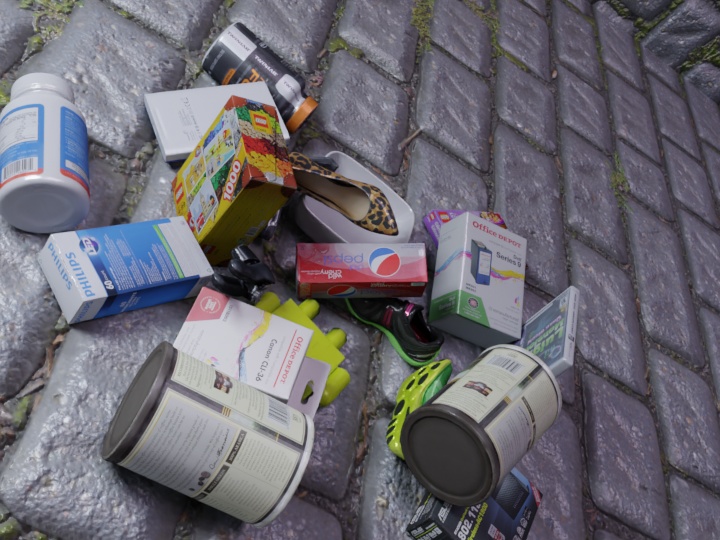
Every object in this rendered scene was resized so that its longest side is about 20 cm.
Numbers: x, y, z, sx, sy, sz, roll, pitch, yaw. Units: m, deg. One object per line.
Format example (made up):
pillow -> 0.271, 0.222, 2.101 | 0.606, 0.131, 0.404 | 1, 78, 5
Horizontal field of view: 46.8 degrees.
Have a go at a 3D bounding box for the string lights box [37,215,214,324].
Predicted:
string lights box -> -0.303, -0.005, 1.092 | 0.200, 0.059, 0.103 | -13, 66, -47

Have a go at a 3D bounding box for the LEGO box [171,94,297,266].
LEGO box -> -0.185, -0.123, 1.186 | 0.077, 0.200, 0.149 | 9, 52, -37

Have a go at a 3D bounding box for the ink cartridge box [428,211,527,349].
ink cartridge box -> 0.209, 0.018, 1.468 | 0.145, 0.087, 0.200 | 23, 60, -25

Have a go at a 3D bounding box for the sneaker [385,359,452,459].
sneaker -> 0.098, 0.215, 1.262 | 0.084, 0.074, 0.200 | 50, 42, -19

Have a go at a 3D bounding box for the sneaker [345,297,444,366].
sneaker -> 0.055, 0.065, 1.331 | 0.200, 0.084, 0.077 | 40, 39, -7

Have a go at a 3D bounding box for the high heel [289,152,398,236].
high heel -> -0.040, -0.111, 1.284 | 0.200, 0.071, 0.142 | 44, 29, 24

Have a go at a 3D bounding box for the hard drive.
hard drive -> -0.229, -0.239, 1.324 | 0.200, 0.025, 0.132 | -12, 59, -23

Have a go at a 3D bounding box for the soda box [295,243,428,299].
soda box -> 0.000, 0.000, 1.276 | 0.199, 0.063, 0.070 | -1, 66, -6

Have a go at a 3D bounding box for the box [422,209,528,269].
box -> 0.226, -0.051, 1.618 | 0.200, 0.039, 0.137 | -1, 58, -42

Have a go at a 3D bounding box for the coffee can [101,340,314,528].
coffee can -> -0.175, 0.193, 0.968 | 0.200, 0.146, 0.147 | 31, 41, -18

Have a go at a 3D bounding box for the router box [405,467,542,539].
router box -> 0.170, 0.350, 1.207 | 0.150, 0.062, 0.200 | 43, 39, -2

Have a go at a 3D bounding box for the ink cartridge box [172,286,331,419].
ink cartridge box -> -0.137, 0.116, 1.080 | 0.200, 0.068, 0.117 | 22, 50, -3

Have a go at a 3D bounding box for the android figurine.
android figurine -> -0.099, 0.117, 1.187 | 0.182, 0.041, 0.200 | 49, 38, 3

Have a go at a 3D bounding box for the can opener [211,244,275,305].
can opener -> -0.164, 0.011, 1.113 | 0.079, 0.063, 0.200 | 44, 5, 1

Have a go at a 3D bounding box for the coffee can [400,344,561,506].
coffee can -> 0.172, 0.211, 1.160 | 0.146, 0.146, 0.200 | 52, 44, 8

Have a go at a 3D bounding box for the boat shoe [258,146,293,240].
boat shoe -> -0.139, -0.131, 1.336 | 0.068, 0.072, 0.200 | 29, 45, -17

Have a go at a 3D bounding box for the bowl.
bowl -> -0.017, -0.088, 1.407 | 0.200, 0.075, 0.200 | 38, 41, -10

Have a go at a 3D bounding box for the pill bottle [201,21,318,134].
pill bottle -> -0.169, -0.328, 1.450 | 0.200, 0.106, 0.106 | 40, 39, -6

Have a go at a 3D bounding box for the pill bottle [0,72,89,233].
pill bottle -> -0.413, -0.158, 1.084 | 0.112, 0.112, 0.200 | 13, 50, -34

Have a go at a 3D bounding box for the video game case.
video game case -> 0.283, 0.138, 1.379 | 0.023, 0.200, 0.182 | 35, 40, -11
